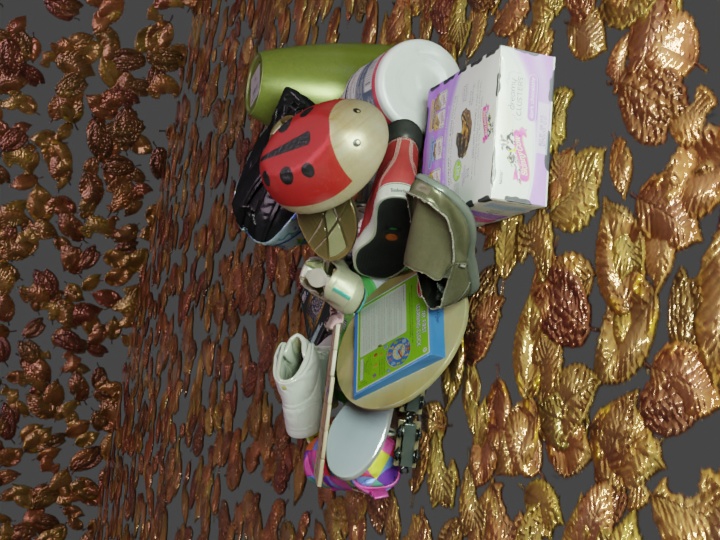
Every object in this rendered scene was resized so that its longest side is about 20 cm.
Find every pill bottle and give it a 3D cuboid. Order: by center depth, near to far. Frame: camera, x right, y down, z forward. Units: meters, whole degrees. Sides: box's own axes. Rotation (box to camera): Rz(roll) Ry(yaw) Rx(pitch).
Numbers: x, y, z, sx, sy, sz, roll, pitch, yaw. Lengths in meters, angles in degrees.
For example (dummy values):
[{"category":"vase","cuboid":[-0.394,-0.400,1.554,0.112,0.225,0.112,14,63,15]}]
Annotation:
[{"category":"pill bottle","cuboid":[0.044,-0.226,1.561,0.200,0.119,0.121,171,106,-70]}]

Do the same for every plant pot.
[{"category":"plant pot","cuboid":[-0.064,-0.261,1.754,0.187,0.198,0.189,-172,90,-70]}]

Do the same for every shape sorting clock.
[{"category":"shape sorting clock","cuboid":[0.051,0.081,1.439,0.199,0.039,0.201,-33,38,30]}]

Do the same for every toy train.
[{"category":"toy train","cuboid":[0.065,0.154,1.485,0.046,0.034,0.202,166,112,-82]}]

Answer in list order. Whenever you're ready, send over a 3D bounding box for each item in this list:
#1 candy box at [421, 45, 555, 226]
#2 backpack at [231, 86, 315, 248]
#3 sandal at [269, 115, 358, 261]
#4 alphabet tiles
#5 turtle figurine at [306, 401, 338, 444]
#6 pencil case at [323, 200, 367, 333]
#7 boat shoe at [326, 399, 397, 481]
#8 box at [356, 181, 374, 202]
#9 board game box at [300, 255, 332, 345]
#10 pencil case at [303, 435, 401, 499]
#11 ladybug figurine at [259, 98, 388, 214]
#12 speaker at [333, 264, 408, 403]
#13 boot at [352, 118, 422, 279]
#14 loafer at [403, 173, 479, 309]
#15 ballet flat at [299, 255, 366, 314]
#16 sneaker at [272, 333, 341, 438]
[{"category":"candy box","cuboid":[0.140,-0.143,1.335,0.200,0.071,0.169,166,111,-69]},{"category":"backpack","cuboid":[-0.091,-0.121,1.631,0.200,0.154,0.163,-50,62,10]},{"category":"sandal","cuboid":[-0.054,-0.109,1.523,0.080,0.054,0.201,-32,74,20]},{"category":"alphabet tiles","cuboid":[-0.043,0.169,1.514,0.167,0.007,0.202,125,152,-84]},{"category":"turtle figurine","cuboid":[-0.065,0.182,1.756,0.161,0.064,0.202,-116,40,-75]},{"category":"pencil case","cuboid":[0.000,0.000,1.656,0.089,0.077,0.202,20,102,49]},{"category":"boat shoe","cuboid":[0.013,0.177,1.504,0.086,0.074,0.203,64,-141,-63]},{"category":"box","cuboid":[0.005,-0.029,1.712,0.041,0.038,0.202,-145,65,-70]},{"category":"board game box","cuboid":[-0.045,0.025,1.847,0.136,0.028,0.201,-102,28,-43]},{"category":"pencil case","cuboid":[-0.013,0.261,1.597,0.200,0.088,0.089,162,114,-70]},{"category":"ladybug figurine","cuboid":[-0.055,-0.142,1.434,0.199,0.072,0.137,-23,61,37]},{"category":"speaker","cuboid":[0.014,0.078,1.583,0.088,0.088,0.202,-145,64,-68]},{"category":"boot","cuboid":[0.038,-0.091,1.471,0.200,0.072,0.145,109,169,-55]},{"category":"loafer","cuboid":[0.087,-0.024,1.318,0.075,0.070,0.201,31,154,37]},{"category":"ballet flat","cuboid":[-0.046,0.009,1.556,0.200,0.069,0.070,-153,71,-72]},{"category":"sneaker","cuboid":[-0.061,0.124,1.638,0.200,0.073,0.116,-63,-33,-51]}]
